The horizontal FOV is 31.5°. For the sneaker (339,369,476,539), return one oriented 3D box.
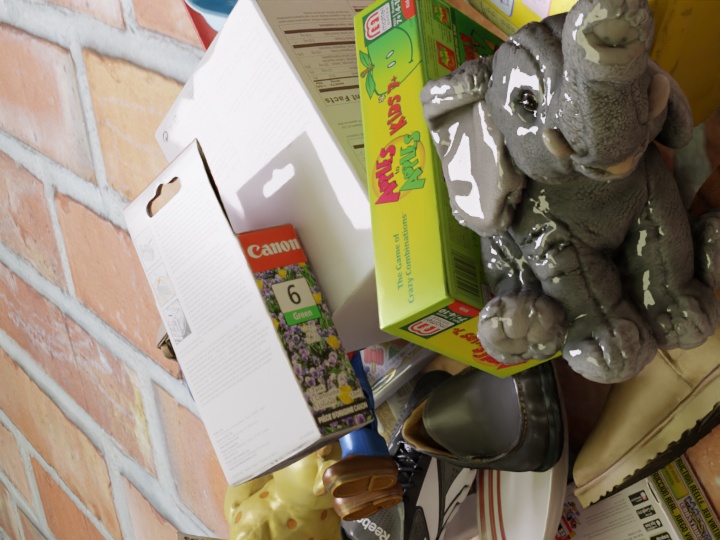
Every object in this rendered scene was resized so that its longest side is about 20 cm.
[{"bbox_3d":[0.031,0.172,0.945,0.066,0.090,0.200,25,109,33],"label":"sneaker"}]

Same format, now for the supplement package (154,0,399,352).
[{"bbox_3d":[-0.009,-0.067,0.866,0.152,0.151,0.200,-48,65,42],"label":"supplement package"}]

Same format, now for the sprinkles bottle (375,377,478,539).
[{"bbox_3d":[0.032,0.134,1.043,0.200,0.068,0.068,62,151,17],"label":"sprinkles bottle"}]

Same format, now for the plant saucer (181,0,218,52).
[{"bbox_3d":[-0.092,-0.241,1.058,0.200,0.037,0.200,64,153,11],"label":"plant saucer"}]

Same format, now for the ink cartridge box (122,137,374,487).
[{"bbox_3d":[-0.075,0.025,0.811,0.109,0.050,0.200,-34,74,46],"label":"ink cartridge box"}]

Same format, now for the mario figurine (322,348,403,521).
[{"bbox_3d":[-0.035,0.081,0.926,0.123,0.106,0.200,-51,43,43],"label":"mario figurine"}]

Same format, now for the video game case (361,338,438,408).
[{"bbox_3d":[0.000,0.000,0.990,0.200,0.023,0.182,-44,67,38],"label":"video game case"}]

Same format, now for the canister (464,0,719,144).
[{"bbox_3d":[0.116,-0.178,0.674,0.200,0.086,0.149,48,146,33],"label":"canister"}]

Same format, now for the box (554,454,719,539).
[{"bbox_3d":[0.170,0.191,0.867,0.110,0.035,0.200,64,152,11],"label":"box"}]

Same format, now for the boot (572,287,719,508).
[{"bbox_3d":[0.141,0.016,0.761,0.175,0.066,0.200,-49,63,33],"label":"boot"}]

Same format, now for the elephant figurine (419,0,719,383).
[{"bbox_3d":[0.097,-0.062,0.574,0.155,0.142,0.200,8,132,37],"label":"elephant figurine"}]

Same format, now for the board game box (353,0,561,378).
[{"bbox_3d":[0.053,-0.051,0.702,0.048,0.102,0.200,-27,55,36],"label":"board game box"}]

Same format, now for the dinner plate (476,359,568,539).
[{"bbox_3d":[0.112,0.129,0.872,0.200,0.024,0.201,-174,90,-81],"label":"dinner plate"}]

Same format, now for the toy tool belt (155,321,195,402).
[{"bbox_3d":[-0.133,0.083,1.252,0.123,0.125,0.200,66,154,26],"label":"toy tool belt"}]

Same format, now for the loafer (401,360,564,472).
[{"bbox_3d":[0.074,0.093,0.783,0.200,0.072,0.073,112,153,-72],"label":"loafer"}]

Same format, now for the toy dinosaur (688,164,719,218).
[{"bbox_3d":[0.201,-0.045,0.617,0.106,0.060,0.200,39,124,10],"label":"toy dinosaur"}]

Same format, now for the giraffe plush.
[{"bbox_3d":[-0.045,0.198,1.155,0.162,0.200,0.173,-55,50,23],"label":"giraffe plush"}]

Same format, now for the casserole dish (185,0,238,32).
[{"bbox_3d":[-0.077,-0.275,0.944,0.121,0.039,0.200,17,108,33],"label":"casserole dish"}]
